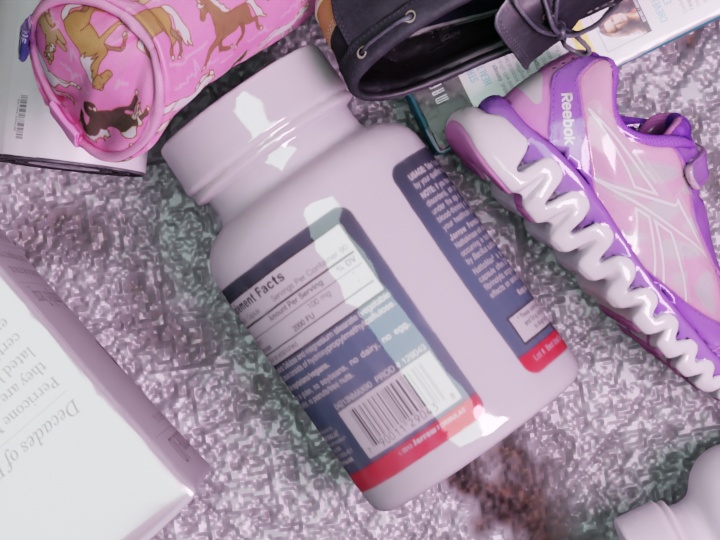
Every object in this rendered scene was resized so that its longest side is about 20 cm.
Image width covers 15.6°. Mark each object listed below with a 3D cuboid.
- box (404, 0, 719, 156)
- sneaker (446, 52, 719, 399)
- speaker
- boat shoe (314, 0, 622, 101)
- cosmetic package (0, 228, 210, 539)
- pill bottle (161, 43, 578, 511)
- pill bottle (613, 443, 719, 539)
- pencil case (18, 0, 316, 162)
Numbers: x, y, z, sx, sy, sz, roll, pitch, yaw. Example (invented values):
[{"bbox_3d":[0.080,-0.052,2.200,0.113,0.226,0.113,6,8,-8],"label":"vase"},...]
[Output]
[{"bbox_3d":[0.108,-0.134,1.272,0.200,0.049,0.082,-26,89,-1],"label":"box"},{"bbox_3d":[0.134,-0.024,1.230,0.088,0.080,0.200,-44,108,-4],"label":"sneaker"},{"bbox_3d":[-0.131,-0.148,1.257,0.081,0.081,0.200,7,88,0],"label":"speaker"},{"bbox_3d":[0.076,-0.123,1.172,0.200,0.075,0.062,-15,61,15],"label":"boat shoe"},{"bbox_3d":[-0.196,0.076,1.208,0.166,0.167,0.200,-41,90,-1],"label":"cosmetic package"},{"bbox_3d":[0.000,0.000,1.235,0.120,0.120,0.200,-35,89,-1],"label":"pill bottle"},{"bbox_3d":[0.227,0.118,1.237,0.200,0.113,0.113,-23,89,0],"label":"pill bottle"},{"bbox_3d":[-0.069,-0.125,1.203,0.086,0.200,0.083,11,124,30],"label":"pencil case"}]
